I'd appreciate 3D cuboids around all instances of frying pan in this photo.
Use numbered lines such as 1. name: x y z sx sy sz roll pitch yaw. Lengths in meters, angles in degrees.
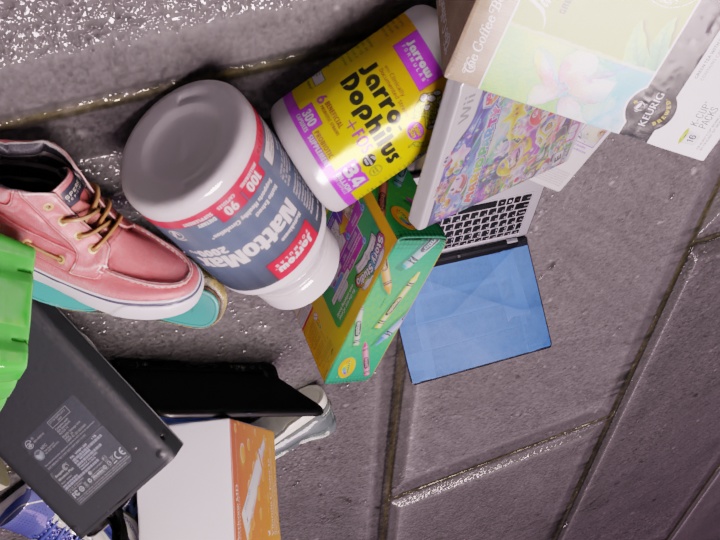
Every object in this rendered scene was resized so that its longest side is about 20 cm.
1. frying pan: -0.255 0.239 0.862 0.031 0.191 0.115 41 113 -18

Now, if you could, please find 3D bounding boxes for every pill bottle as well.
1. pill bottle: -0.096 -0.050 0.721 0.118 0.121 0.200 -32 144 7
2. pill bottle: 0.031 -0.143 0.703 0.198 0.105 0.104 -34 143 7

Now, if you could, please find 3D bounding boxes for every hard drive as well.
1. hard drive: -0.277 0.131 0.785 0.139 0.033 0.201 -39 98 17

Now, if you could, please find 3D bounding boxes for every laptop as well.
1. laptop: 0.131 -0.004 0.923 0.183 0.117 0.202 -12 141 -21

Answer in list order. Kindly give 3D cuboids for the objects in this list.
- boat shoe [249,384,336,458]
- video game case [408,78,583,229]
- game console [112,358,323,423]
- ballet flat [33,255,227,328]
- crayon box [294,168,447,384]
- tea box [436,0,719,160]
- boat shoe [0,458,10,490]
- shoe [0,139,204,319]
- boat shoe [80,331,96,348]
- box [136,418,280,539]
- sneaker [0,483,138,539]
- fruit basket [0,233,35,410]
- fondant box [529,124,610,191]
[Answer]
1. boat shoe: -0.117 0.219 1.053 0.198 0.073 0.062 -33 122 -4
2. video game case: 0.130 -0.122 0.714 0.198 0.018 0.145 -25 146 -34
3. game console: -0.170 0.162 0.926 0.197 0.118 0.177 7 131 -37
4. ballet flat: -0.212 0.003 0.746 0.196 0.072 0.071 13 131 -15
5. crayon box: 0.000 0.000 0.841 0.057 0.120 0.202 -1 136 -31
6. tea box: 0.158 -0.208 0.581 0.192 0.202 0.135 13 132 -12
7. boat shoe: -0.410 0.177 0.826 0.062 0.074 0.203 -28 148 -11
8. shoe: -0.211 -0.032 0.655 0.196 0.072 0.092 19 138 -6
9. boat shoe: -0.292 0.140 0.846 0.074 0.061 0.203 10 130 3
10. box: -0.153 0.229 0.902 0.095 0.127 0.200 -6 166 6
11. sneaker: -0.323 0.318 1.014 0.080 0.116 0.199 -38 142 13
12. fruit basket: -0.350 0.032 0.617 0.210 0.159 0.217 -4 156 -2
13. fondant box: 0.190 -0.180 0.795 0.142 0.059 0.201 13 128 -37
